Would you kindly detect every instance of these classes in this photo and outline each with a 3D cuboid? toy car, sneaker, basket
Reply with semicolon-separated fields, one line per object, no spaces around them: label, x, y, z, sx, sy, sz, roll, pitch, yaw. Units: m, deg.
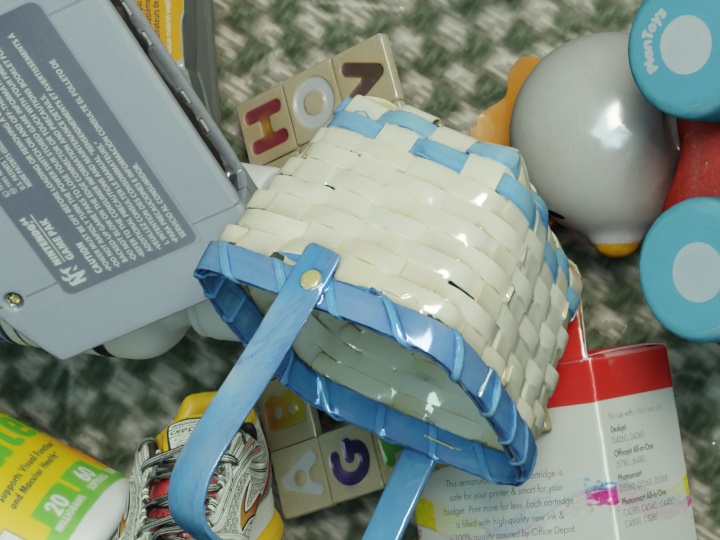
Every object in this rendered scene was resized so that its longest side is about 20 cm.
toy car;0.136;-0.044;1.090;0.200;0.184;0.178;-3;89;39
sneaker;-0.083;0.111;1.078;0.078;0.200;0.082;-3;105;6
basket;0.002;0.047;0.987;0.139;0.176;0.200;16;67;25

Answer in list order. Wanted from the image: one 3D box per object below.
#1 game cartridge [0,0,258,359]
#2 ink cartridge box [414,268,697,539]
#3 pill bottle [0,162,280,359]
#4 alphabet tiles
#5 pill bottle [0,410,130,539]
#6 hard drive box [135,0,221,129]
game cartridge;-0.135;-0.055;1.002;0.133;0.042;0.200;-20;126;18
ink cartridge box;0.086;0.101;1.099;0.116;0.067;0.201;-10;87;41
pill bottle;-0.135;-0.018;1.131;0.199;0.111;0.112;7;90;16
alphabet tiles;0.000;0.000;1.120;0.167;0.008;0.201;-23;77;40
pill bottle;-0.212;0.110;1.151;0.200;0.111;0.111;26;93;9
hard drive box;-0.169;-0.108;1.086;0.199;0.077;0.156;-10;53;5
